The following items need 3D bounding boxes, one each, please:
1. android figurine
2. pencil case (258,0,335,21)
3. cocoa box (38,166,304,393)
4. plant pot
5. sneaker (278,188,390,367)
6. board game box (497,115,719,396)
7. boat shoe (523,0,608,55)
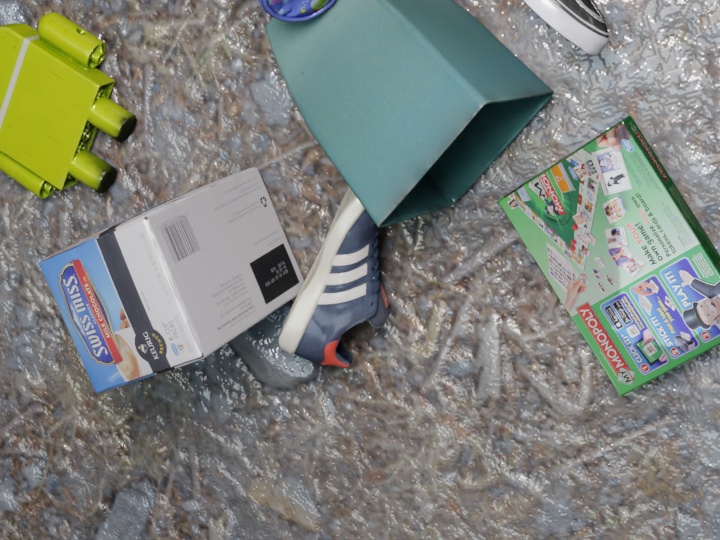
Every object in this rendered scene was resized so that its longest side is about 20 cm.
[{"bbox_3d":[-0.317,-0.165,1.366,0.199,0.041,0.183,31,117,13],"label":"android figurine"},{"bbox_3d":[-0.082,-0.292,1.100,0.078,0.087,0.201,-41,65,29],"label":"pencil case"},{"bbox_3d":[-0.166,0.005,1.257,0.130,0.200,0.134,-18,98,29],"label":"cocoa box"},{"bbox_3d":[0.026,-0.165,1.151,0.200,0.141,0.141,49,119,13],"label":"plant pot"},{"bbox_3d":[0.000,0.000,1.258,0.084,0.075,0.201,25,113,-4],"label":"sneaker"},{"bbox_3d":[0.224,-0.010,1.166,0.134,0.029,0.201,-32,91,30],"label":"board game box"},{"bbox_3d":[0.143,-0.263,1.102,0.068,0.073,0.200,-43,70,23],"label":"boat shoe"}]
